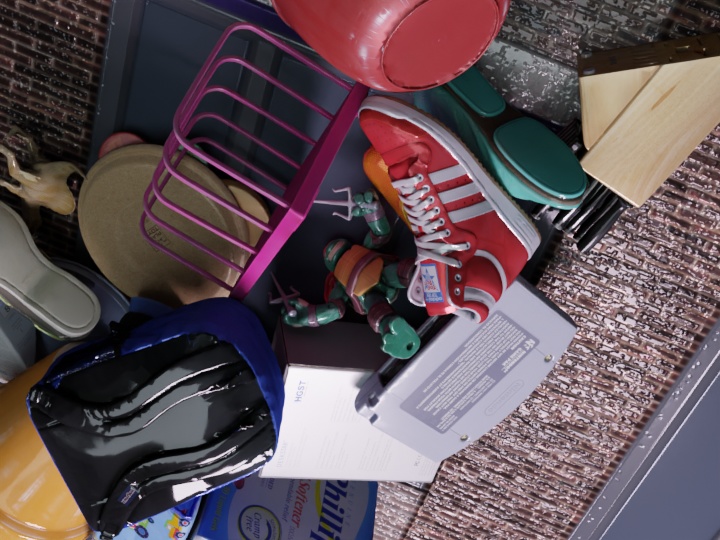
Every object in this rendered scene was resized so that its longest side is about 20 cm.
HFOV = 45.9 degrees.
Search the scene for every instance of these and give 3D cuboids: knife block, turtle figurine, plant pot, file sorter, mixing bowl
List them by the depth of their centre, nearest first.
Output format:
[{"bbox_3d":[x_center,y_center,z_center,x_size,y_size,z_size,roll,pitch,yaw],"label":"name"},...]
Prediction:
[{"bbox_3d":[0.038,-0.208,0.632,0.197,0.110,0.201,-20,153,-10],"label":"mixing bowl"},{"bbox_3d":[-0.103,-0.089,0.733,0.124,0.141,0.200,30,151,-9],"label":"file sorter"},{"bbox_3d":[0.243,-0.101,0.736,0.196,0.064,0.178,-6,119,16],"label":"knife block"},{"bbox_3d":[0.000,0.000,0.816,0.100,0.199,0.152,16,99,-42],"label":"turtle figurine"},{"bbox_3d":[-0.327,0.180,0.917,0.200,0.201,0.183,42,114,-13],"label":"plant pot"}]

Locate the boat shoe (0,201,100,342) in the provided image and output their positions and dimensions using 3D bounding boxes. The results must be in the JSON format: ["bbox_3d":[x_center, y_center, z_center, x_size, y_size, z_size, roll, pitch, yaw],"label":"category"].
[{"bbox_3d":[-0.361,-0.001,0.896,0.201,0.072,0.060,44,147,-5],"label":"boat shoe"}]

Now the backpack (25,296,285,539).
[{"bbox_3d":[-0.169,0.109,0.775,0.197,0.168,0.165,-21,110,10],"label":"backpack"}]

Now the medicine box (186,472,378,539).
[{"bbox_3d":[-0.092,0.295,0.969,0.197,0.183,0.104,26,123,-10],"label":"medicine box"}]

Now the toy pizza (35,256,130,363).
[{"bbox_3d":[-0.325,0.069,0.989,0.196,0.032,0.204,10,124,15],"label":"toy pizza"}]

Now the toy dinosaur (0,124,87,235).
[{"bbox_3d":[-0.332,-0.100,0.879,0.101,0.059,0.199,44,141,-16],"label":"toy dinosaur"}]

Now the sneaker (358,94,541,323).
[{"bbox_3d":[0.055,-0.040,0.687,0.199,0.113,0.071,40,164,-21],"label":"sneaker"}]

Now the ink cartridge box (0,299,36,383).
[{"bbox_3d":[-0.445,0.073,1.007,0.157,0.048,0.202,13,141,21],"label":"ink cartridge box"}]

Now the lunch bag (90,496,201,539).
[{"bbox_3d":[-0.206,0.221,0.952,0.093,0.201,0.152,27,127,-2],"label":"lunch bag"}]

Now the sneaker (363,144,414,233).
[{"bbox_3d":[0.080,-0.046,0.801,0.199,0.077,0.073,42,122,-10],"label":"sneaker"}]

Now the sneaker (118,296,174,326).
[{"bbox_3d":[-0.173,0.102,0.919,0.198,0.079,0.070,27,160,-24],"label":"sneaker"}]

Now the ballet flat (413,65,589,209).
[{"bbox_3d":[0.114,-0.109,0.726,0.201,0.067,0.071,51,148,25],"label":"ballet flat"}]

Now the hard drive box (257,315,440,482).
[{"bbox_3d":[-0.001,0.139,0.888,0.196,0.077,0.158,6,124,-18],"label":"hard drive box"}]

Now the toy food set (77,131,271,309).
[{"bbox_3d":[-0.203,-0.046,0.886,0.197,0.049,0.200,39,122,-10],"label":"toy food set"}]

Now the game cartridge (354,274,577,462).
[{"bbox_3d":[0.104,0.093,0.811,0.132,0.042,0.200,32,110,-33],"label":"game cartridge"}]
